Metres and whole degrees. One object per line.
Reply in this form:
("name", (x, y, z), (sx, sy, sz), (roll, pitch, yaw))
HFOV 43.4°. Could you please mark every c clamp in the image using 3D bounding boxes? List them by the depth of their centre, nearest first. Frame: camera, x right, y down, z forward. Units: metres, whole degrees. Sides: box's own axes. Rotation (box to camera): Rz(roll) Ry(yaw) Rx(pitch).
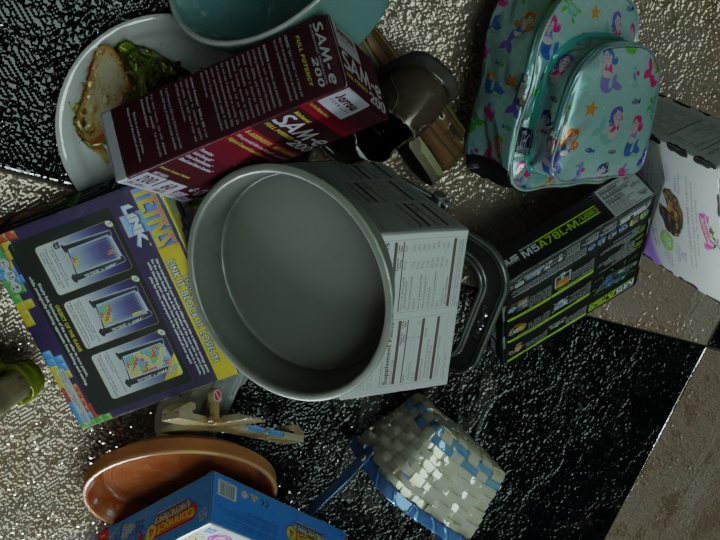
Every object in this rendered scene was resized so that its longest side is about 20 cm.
("c clamp", (0.078, 0.008, 0.957), (0.027, 0.170, 0.202), (-32, 142, -46))

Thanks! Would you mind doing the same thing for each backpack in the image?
("backpack", (0.203, -0.183, 0.898), (0.176, 0.150, 0.203), (-8, 109, -36))

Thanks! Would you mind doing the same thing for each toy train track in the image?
("toy train track", (-0.121, 0.147, 0.904), (0.113, 0.033, 0.199), (-13, 158, 28))

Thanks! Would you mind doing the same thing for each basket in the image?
("basket", (0.056, 0.262, 1.046), (0.200, 0.139, 0.176), (-49, 118, -2))

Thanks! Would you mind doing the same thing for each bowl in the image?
("bowl", (-0.049, -0.245, 0.741), (0.201, 0.201, 0.105), (-49, 143, 5))

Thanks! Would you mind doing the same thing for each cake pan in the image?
("cake pan", (-0.054, 0.008, 0.745), (0.037, 0.198, 0.203), (-32, 134, -55))

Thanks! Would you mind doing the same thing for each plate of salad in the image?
("plate of salad", (-0.170, -0.126, 0.813), (0.197, 0.048, 0.203), (-10, 117, -20))

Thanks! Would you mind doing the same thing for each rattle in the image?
("rattle", (-0.398, 0.119, 0.819), (0.199, 0.131, 0.143), (-31, 115, 25))

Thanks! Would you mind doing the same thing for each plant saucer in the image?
("plant saucer", (-0.186, 0.222, 0.940), (0.197, 0.033, 0.201), (-5, 142, -4))

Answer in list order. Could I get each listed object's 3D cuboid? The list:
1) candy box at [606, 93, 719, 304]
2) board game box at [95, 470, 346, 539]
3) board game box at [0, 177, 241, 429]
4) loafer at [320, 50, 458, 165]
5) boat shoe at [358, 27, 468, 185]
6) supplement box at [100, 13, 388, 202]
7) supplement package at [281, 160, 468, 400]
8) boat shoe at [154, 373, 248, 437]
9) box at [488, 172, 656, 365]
("candy box", (0.350, -0.083, 0.977), (0.071, 0.200, 0.169), (-24, 122, -11))
("board game box", (-0.150, 0.307, 0.970), (0.195, 0.056, 0.199), (-32, 131, 29))
("board game box", (-0.217, 0.024, 0.818), (0.163, 0.057, 0.202), (-19, 112, 3))
("loafer", (0.006, -0.133, 0.808), (0.073, 0.200, 0.071), (39, 67, -14))
("boat shoe", (0.043, -0.176, 0.878), (0.068, 0.072, 0.200), (-42, 133, -6))
("supplement box", (-0.089, -0.121, 0.714), (0.198, 0.109, 0.062), (-20, 80, 16))
("supplement package", (0.000, 0.000, 0.858), (0.109, 0.200, 0.158), (-5, 115, -22))
("boat shoe", (-0.143, 0.099, 0.925), (0.068, 0.072, 0.202), (10, 107, -44))
("box", (0.229, 0.002, 1.012), (0.198, 0.048, 0.194), (-31, 151, -8))
